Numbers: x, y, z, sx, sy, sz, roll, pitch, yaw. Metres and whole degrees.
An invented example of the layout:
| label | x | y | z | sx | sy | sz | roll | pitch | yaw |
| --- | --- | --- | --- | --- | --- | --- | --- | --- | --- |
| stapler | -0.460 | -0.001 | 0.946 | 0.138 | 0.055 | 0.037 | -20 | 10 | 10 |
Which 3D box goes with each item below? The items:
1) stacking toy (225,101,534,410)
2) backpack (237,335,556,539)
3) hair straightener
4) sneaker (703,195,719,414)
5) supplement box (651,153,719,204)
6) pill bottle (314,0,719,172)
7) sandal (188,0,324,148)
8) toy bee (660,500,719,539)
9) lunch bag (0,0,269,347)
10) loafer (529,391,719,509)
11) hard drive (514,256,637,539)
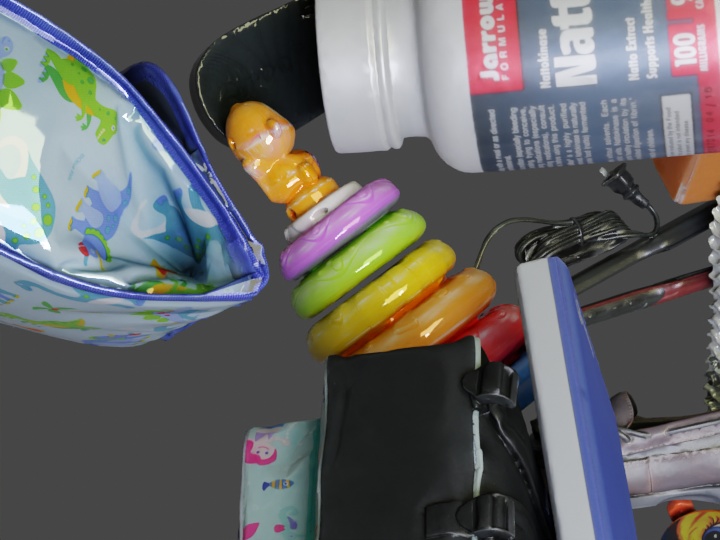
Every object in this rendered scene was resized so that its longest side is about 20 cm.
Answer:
| label | x | y | z | sx | sy | sz | roll | pitch | yaw |
| --- | --- | --- | --- | --- | --- | --- | --- | --- | --- |
| stacking toy | 0.000 | 0.000 | 1.444 | 0.110 | 0.116 | 0.200 | -36 | 89 | -22 |
| backpack | 0.029 | 0.152 | 1.318 | 0.178 | 0.150 | 0.200 | -89 | 158 | -44 |
| hair straightener | 0.128 | -0.014 | 1.533 | 0.199 | 0.041 | 0.077 | -18 | 90 | -18 |
| sneaker | 0.232 | 0.006 | 1.515 | 0.099 | 0.070 | 0.201 | -21 | 132 | -31 |
| supplement box | 0.243 | -0.090 | 1.519 | 0.199 | 0.067 | 0.069 | -8 | 54 | -19 |
| pill bottle | 0.082 | -0.108 | 1.412 | 0.198 | 0.120 | 0.121 | -5 | 84 | 6 |
| sandal | 0.007 | -0.126 | 1.488 | 0.200 | 0.048 | 0.076 | -38 | 97 | -20 |
| toy bee | 0.168 | 0.168 | 1.495 | 0.199 | 0.109 | 0.132 | -14 | 122 | -22 |
| lunch bag | -0.149 | -0.034 | 1.350 | 0.199 | 0.170 | 0.128 | 33 | 73 | -14 |
| loafer | 0.145 | 0.082 | 1.478 | 0.198 | 0.072 | 0.063 | 0 | 100 | 3 |
| hard drive | 0.104 | 0.111 | 1.324 | 0.025 | 0.132 | 0.201 | -13 | 47 | 8 |
